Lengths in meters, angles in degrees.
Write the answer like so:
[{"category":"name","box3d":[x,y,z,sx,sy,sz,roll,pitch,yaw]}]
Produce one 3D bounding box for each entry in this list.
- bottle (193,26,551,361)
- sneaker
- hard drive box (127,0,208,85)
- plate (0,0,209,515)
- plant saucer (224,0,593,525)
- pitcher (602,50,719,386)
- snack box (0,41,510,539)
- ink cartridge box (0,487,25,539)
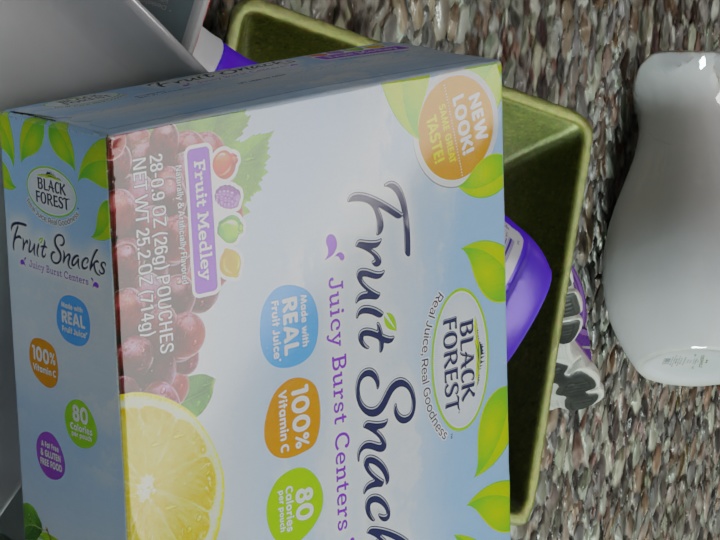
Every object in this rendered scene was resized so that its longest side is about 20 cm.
[{"category":"bottle","box3d":[-0.011,-0.029,1.176,0.200,0.065,0.084,37,73,-22]},{"category":"sneaker","box3d":[0.089,0.011,1.554,0.200,0.080,0.084,67,18,-61]},{"category":"hard drive box","box3d":[-0.078,-0.142,0.957,0.200,0.077,0.156,113,-7,-46]},{"category":"plate","box3d":[-0.146,-0.024,0.860,0.200,0.032,0.200,-55,131,-13]},{"category":"plant saucer","box3d":[0.000,0.000,1.246,0.200,0.048,0.200,17,76,-29]},{"category":"pitcher","box3d":[0.220,-0.022,1.798,0.172,0.121,0.200,78,13,-69]},{"category":"snack box","box3d":[-0.030,0.034,0.911,0.168,0.068,0.200,-13,109,-39]},{"category":"ink cartridge box","box3d":[-0.101,0.163,1.010,0.084,0.146,0.200,53,46,-53]}]
